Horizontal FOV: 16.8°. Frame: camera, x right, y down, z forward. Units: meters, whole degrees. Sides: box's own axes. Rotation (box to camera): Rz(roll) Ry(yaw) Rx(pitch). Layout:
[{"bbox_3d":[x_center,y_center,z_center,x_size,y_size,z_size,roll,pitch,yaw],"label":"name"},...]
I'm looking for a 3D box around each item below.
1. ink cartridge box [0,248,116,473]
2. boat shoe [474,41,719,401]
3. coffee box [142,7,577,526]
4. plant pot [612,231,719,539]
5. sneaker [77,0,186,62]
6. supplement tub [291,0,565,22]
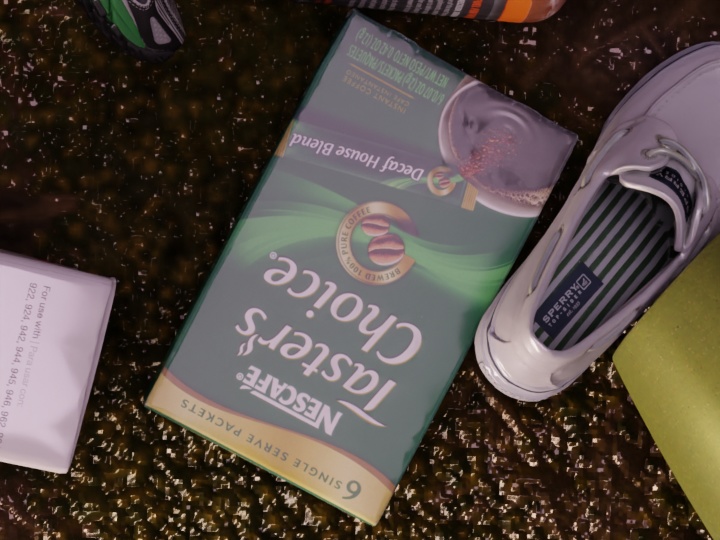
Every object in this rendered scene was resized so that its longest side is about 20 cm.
[{"bbox_3d":[-0.214,0.018,1.006,0.199,0.145,0.084,14,89,-14],"label":"ink cartridge box"},{"bbox_3d":[0.128,-0.024,1.072,0.073,0.067,0.200,36,70,-6],"label":"boat shoe"},{"bbox_3d":[0.000,0.000,1.092,0.123,0.044,0.201,29,88,-6],"label":"coffee box"},{"bbox_3d":[0.214,0.072,1.065,0.200,0.187,0.187,43,87,10],"label":"plant pot"},{"bbox_3d":[-0.103,-0.190,1.062,0.085,0.078,0.201,-11,92,-6],"label":"sneaker"},{"bbox_3d":[0.032,-0.164,1.062,0.199,0.107,0.107,6,90,-6],"label":"supplement tub"}]
